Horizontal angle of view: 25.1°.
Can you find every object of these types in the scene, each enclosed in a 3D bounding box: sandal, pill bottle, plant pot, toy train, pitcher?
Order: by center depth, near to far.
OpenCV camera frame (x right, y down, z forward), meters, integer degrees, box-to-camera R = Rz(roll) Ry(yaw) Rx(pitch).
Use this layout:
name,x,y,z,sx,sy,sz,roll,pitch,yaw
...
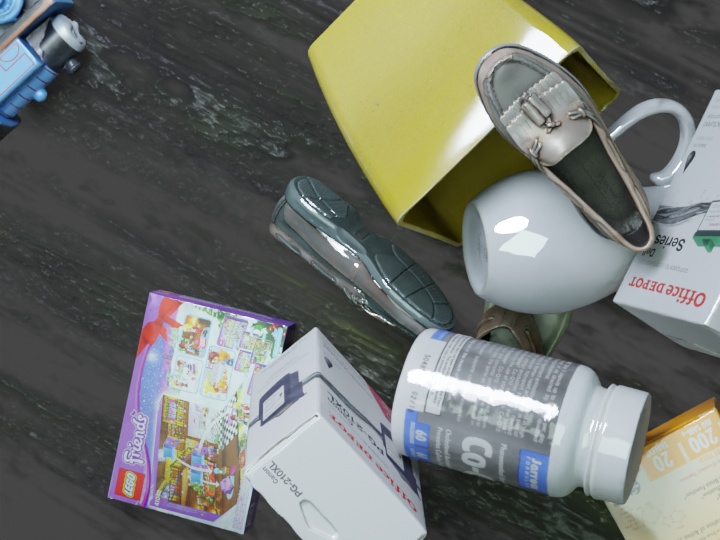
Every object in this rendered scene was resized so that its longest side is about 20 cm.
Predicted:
name,x,y,z,sx,sy,sz,roll,pitch,yaw
pill bottle,0.136,0.125,1.360,0.199,0.114,0.114,13,96,18
pitcher,0.190,-0.053,1.360,0.199,0.121,0.172,-7,104,-11
plant pot,0.075,-0.160,1.376,0.200,0.200,0.176,-43,74,11
sandal,0.132,0.069,1.436,0.080,0.057,0.201,22,95,9
toy train,-0.343,-0.191,1.508,0.200,0.087,0.114,-40,94,9

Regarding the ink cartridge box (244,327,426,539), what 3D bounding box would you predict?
name,x,y,z,sx,sy,sz,roll,pitch,yaw
ink cartridge box,-0.022,0.156,1.383,0.084,0.200,0.145,-39,105,11

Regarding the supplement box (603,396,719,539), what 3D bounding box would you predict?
name,x,y,z,sx,sy,sz,roll,pitch,yaw
supplement box,0.302,0.229,1.404,0.126,0.074,0.200,-30,87,12

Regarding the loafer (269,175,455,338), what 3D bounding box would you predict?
name,x,y,z,sx,sy,sz,roll,pitch,yaw
loafer,0.000,0.000,1.463,0.200,0.072,0.063,44,120,13

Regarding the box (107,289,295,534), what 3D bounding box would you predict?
name,x,y,z,sx,sy,sz,roll,pitch,yaw
box,-0.148,0.130,1.506,0.136,0.039,0.201,14,96,10

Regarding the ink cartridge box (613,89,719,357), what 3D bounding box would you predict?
name,x,y,z,sx,sy,sz,roll,pitch,yaw
ink cartridge box,0.303,-0.035,1.273,0.084,0.146,0.200,29,85,-21

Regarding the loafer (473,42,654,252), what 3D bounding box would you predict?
name,x,y,z,sx,sy,sz,roll,pitch,yaw
loafer,0.165,-0.092,1.241,0.072,0.063,0.200,-40,116,7
